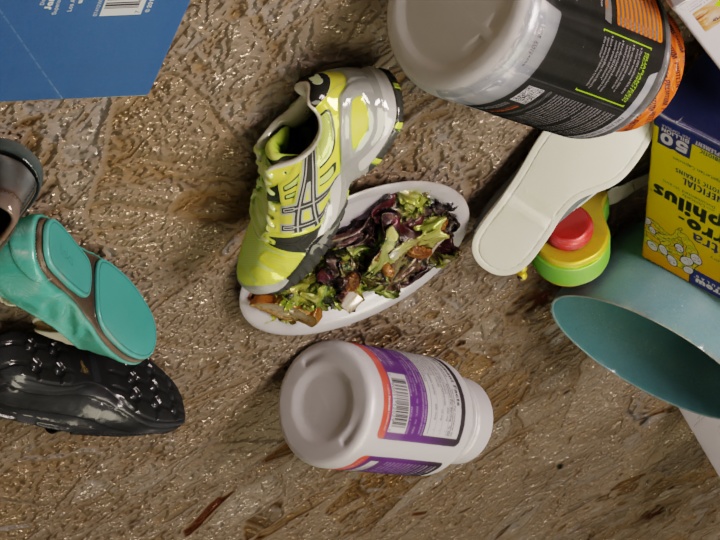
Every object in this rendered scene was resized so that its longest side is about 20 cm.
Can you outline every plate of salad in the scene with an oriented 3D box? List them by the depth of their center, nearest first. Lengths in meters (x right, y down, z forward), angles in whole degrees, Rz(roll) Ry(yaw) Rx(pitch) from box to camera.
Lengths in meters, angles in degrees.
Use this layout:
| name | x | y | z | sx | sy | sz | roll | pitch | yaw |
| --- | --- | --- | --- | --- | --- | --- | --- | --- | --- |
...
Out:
| name | x | y | z | sx | sy | sz | roll | pitch | yaw |
| --- | --- | --- | --- | --- | --- | --- | --- | --- | --- |
| plate of salad | 0.000 | 0.000 | 1.373 | 0.200 | 0.048 | 0.200 | -20 | 151 | -12 |

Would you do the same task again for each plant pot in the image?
| name | x | y | z | sx | sy | sz | roll | pitch | yaw |
| --- | --- | --- | --- | --- | --- | --- | --- | --- | --- |
| plant pot | 0.290 | 0.025 | 1.542 | 0.135 | 0.200 | 0.200 | -57 | 156 | -15 |

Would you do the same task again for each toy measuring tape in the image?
| name | x | y | z | sx | sy | sz | roll | pitch | yaw |
| --- | --- | --- | --- | --- | --- | --- | --- | --- | --- |
| toy measuring tape | 0.212 | -0.036 | 1.467 | 0.200 | 0.074 | 0.074 | -23 | 152 | -7 |

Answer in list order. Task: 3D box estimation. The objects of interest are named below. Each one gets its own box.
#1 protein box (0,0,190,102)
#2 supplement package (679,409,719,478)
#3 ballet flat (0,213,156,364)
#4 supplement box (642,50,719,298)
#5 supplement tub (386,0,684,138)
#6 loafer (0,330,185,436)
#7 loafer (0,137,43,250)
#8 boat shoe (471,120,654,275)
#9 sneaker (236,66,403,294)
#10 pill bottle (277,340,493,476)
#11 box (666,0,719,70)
| name | x | y | z | sx | sy | sz | roll | pitch | yaw |
| --- | --- | --- | --- | --- | --- | --- | --- | --- | --- |
| protein box | -0.181 | -0.191 | 0.807 | 0.200 | 0.135 | 0.199 | -7 | 146 | -33 |
| supplement package | 0.466 | 0.196 | 1.931 | 0.114 | 0.200 | 0.110 | 3 | 140 | -42 |
| ballet flat | -0.212 | 0.015 | 1.219 | 0.070 | 0.067 | 0.200 | -7 | 155 | 15 |
| supplement box | 0.303 | -0.077 | 1.382 | 0.110 | 0.109 | 0.200 | -49 | 155 | -22 |
| supplement tub | 0.122 | -0.155 | 1.136 | 0.123 | 0.123 | 0.200 | -43 | 148 | 27 |
| loafer | -0.220 | 0.094 | 1.330 | 0.070 | 0.068 | 0.200 | -33 | 147 | 29 |
| loafer | -0.277 | -0.002 | 1.103 | 0.072 | 0.063 | 0.200 | 32 | 118 | -24 |
| boat shoe | 0.162 | -0.082 | 1.380 | 0.200 | 0.073 | 0.062 | -49 | -172 | 24 |
| sneaker | -0.048 | -0.066 | 1.209 | 0.076 | 0.075 | 0.200 | 6 | 128 | -35 |
| pill bottle | 0.030 | 0.127 | 1.543 | 0.111 | 0.111 | 0.200 | -42 | 148 | 26 |
| box | 0.269 | -0.208 | 1.192 | 0.112 | 0.101 | 0.200 | -34 | 151 | 15 |
